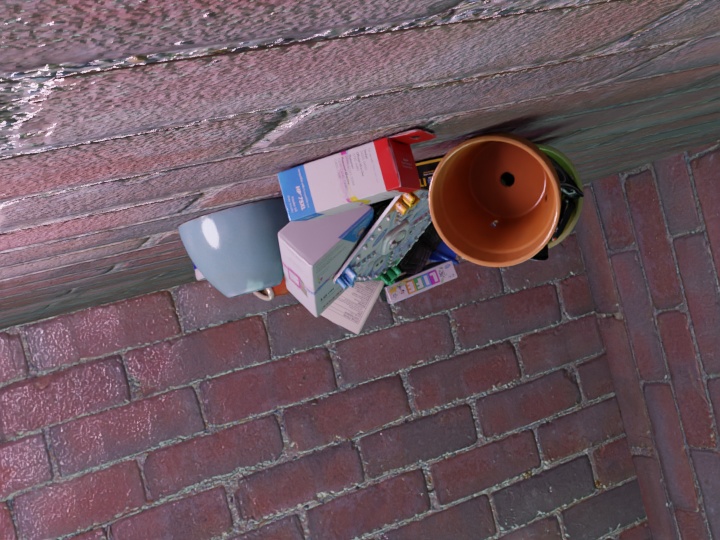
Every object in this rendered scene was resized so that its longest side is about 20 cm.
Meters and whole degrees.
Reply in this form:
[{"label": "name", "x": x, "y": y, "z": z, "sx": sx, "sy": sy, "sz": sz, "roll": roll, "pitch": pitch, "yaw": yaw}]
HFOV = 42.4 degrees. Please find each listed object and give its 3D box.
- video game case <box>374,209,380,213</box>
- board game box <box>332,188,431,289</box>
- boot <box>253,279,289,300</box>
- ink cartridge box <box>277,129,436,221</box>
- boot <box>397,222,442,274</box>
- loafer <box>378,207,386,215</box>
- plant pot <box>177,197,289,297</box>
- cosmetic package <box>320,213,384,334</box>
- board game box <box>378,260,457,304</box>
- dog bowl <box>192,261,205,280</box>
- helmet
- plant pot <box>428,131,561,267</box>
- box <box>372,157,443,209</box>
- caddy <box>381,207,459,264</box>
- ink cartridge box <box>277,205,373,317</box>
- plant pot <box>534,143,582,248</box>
[{"label": "video game case", "x": -0.015, "y": -0.073, "z": 1.857, "sx": 0.184, "sy": 0.024, "sz": 0.200, "roll": -59, "pitch": 173, "yaw": 5}, {"label": "board game box", "x": 0.062, "y": -0.050, "z": 1.558, "sx": 0.201, "sy": 0.026, "sz": 0.199, "roll": -53, "pitch": 160, "yaw": 18}, {"label": "boot", "x": -0.225, "y": -0.005, "z": 2.033, "sx": 0.107, "sy": 0.076, "sz": 0.199, "roll": -32, "pitch": -131, "yaw": -32}, {"label": "ink cartridge box", "x": 0.005, "y": -0.124, "z": 1.222, "sx": 0.197, "sy": 0.068, "sz": 0.116, "roll": -16, "pitch": 179, "yaw": 18}, {"label": "boot", "x": 0.129, "y": -0.081, "z": 1.746, "sx": 0.200, "sy": 0.070, "sz": 0.132, "roll": -47, "pitch": -174, "yaw": 0}, {"label": "loafer", "x": 0.016, "y": -0.115, "z": 2.018, "sx": 0.198, "sy": 0.072, "sz": 0.072, "roll": -15, "pitch": 179, "yaw": 44}, {"label": "plant pot", "x": -0.196, "y": -0.031, "z": 1.569, "sx": 0.197, "sy": 0.137, "sz": 0.200, "roll": -14, "pitch": 180, "yaw": 0}, {"label": "cosmetic package", "x": 0.000, "y": 0.000, "z": 1.728, "sx": 0.102, "sy": 0.202, "sz": 0.087, "roll": 27, "pitch": -163, "yaw": -2}, {"label": "board game box", "x": 0.103, "y": 0.022, "z": 1.781, "sx": 0.133, "sy": 0.035, "sz": 0.200, "roll": -22, "pitch": -179, "yaw": -4}, {"label": "dog bowl", "x": -0.247, "y": -0.042, "z": 1.901, "sx": 0.197, "sy": 0.080, "sz": 0.200, "roll": -15, "pitch": 179, "yaw": 0}, {"label": "helmet", "x": 0.273, "y": -0.127, "z": 1.623, "sx": 0.197, "sy": 0.203, "sz": 0.191, "roll": -14, "pitch": -143, "yaw": -25}, {"label": "plant pot", "x": 0.215, "y": -0.124, "z": 1.431, "sx": 0.197, "sy": 0.203, "sz": 0.140, "roll": -15, "pitch": -164, "yaw": 23}, {"label": "box", "x": 0.084, "y": -0.150, "z": 1.617, "sx": 0.157, "sy": 0.050, "sz": 0.200, "roll": -12, "pitch": 179, "yaw": -15}, {"label": "caddy", "x": 0.122, "y": -0.080, "z": 1.885, "sx": 0.198, "sy": 0.106, "sz": 0.141, "roll": 28, "pitch": -174, "yaw": 1}, {"label": "ink cartridge box", "x": -0.053, "y": -0.032, "z": 1.528, "sx": 0.144, "sy": 0.085, "sz": 0.201, "roll": -43, "pitch": 162, "yaw": -18}, {"label": "plant pot", "x": 0.309, "y": -0.152, "z": 1.825, "sx": 0.197, "sy": 0.203, "sz": 0.190, "roll": -14, "pitch": -168, "yaw": -6}]
